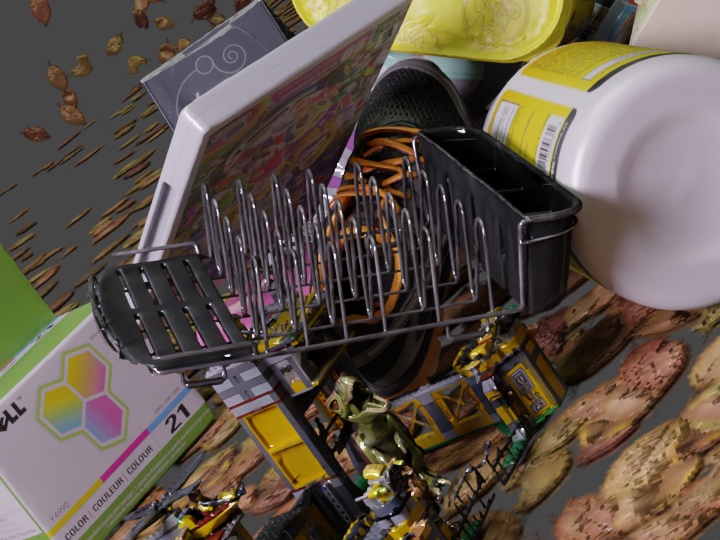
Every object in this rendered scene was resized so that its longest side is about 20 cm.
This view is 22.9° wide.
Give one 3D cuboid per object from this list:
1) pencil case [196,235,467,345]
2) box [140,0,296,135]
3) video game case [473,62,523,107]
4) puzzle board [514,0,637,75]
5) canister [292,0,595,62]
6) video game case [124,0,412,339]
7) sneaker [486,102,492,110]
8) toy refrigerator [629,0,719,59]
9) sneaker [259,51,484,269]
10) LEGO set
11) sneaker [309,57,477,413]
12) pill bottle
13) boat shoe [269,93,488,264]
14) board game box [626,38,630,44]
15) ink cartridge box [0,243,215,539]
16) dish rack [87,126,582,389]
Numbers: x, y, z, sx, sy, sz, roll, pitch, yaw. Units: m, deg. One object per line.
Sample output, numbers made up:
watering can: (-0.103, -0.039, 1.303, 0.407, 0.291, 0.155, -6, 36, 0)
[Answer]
pencil case: (0.000, 0.000, 1.019, 0.200, 0.091, 0.094, -37, 17, 3)
box: (-0.063, -0.100, 1.286, 0.106, 0.122, 0.200, -34, -10, 5)
video game case: (0.117, -0.194, 1.187, 0.200, 0.017, 0.143, -47, -22, 10)
puzzle board: (0.119, -0.119, 1.140, 0.151, 0.017, 0.200, -56, 9, 9)
canister: (0.057, -0.167, 1.008, 0.148, 0.087, 0.200, 8, 10, 12)
video game case: (-0.052, -0.050, 0.890, 0.143, 0.018, 0.200, -38, -14, -33)
sneaker: (0.077, -0.158, 1.282, 0.200, 0.074, 0.079, -20, -16, -35)
toy refrigerator: (0.199, -0.191, 0.975, 0.200, 0.070, 0.076, -71, 6, -46)
sneaker: (0.004, -0.051, 1.093, 0.200, 0.140, 0.078, -18, -8, 39)
LEGO set: (-0.011, 0.066, 0.764, 0.154, 0.116, 0.200, -21, 20, 43)
sneaker: (0.016, -0.028, 0.920, 0.078, 0.077, 0.200, -3, 64, 22)
pill bottle: (0.123, -0.052, 0.852, 0.112, 0.112, 0.200, -36, 14, -2)
boat shoe: (0.012, -0.049, 1.180, 0.199, 0.068, 0.074, -42, 6, 24)
board game box: (0.235, -0.181, 1.118, 0.200, 0.062, 0.200, -37, 14, -8)
ink cartridge box: (-0.205, 0.061, 1.055, 0.076, 0.200, 0.148, -20, 21, 45)
dish rack: (-0.018, -0.008, 0.771, 0.200, 0.055, 0.153, -10, 19, -13)
